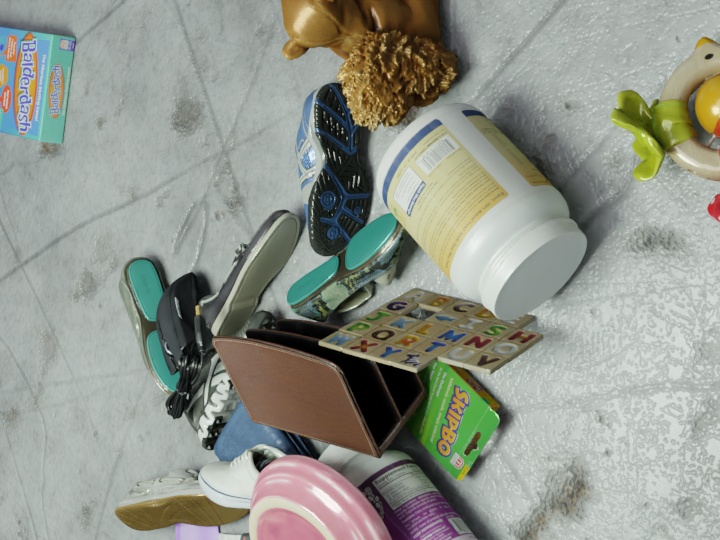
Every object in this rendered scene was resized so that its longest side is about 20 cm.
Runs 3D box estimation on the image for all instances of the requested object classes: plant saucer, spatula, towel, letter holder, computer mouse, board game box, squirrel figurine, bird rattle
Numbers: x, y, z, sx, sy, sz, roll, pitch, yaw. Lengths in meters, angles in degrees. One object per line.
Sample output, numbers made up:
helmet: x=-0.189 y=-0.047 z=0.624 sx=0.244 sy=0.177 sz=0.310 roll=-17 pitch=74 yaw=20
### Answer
plant saucer: x=-0.049 y=0.296 z=1.452 sx=0.199 sy=0.051 sz=0.202 roll=24 pitch=129 yaw=32
spatula: x=-0.157 y=0.339 z=1.710 sx=0.199 sy=0.020 sz=0.057 roll=-5 pitch=83 yaw=38
towel: x=-0.095 y=0.253 z=1.644 sx=0.200 sy=0.048 sz=0.112 roll=49 pitch=119 yaw=27
letter holder: x=-0.050 y=0.104 z=1.504 sx=0.199 sy=0.101 sz=0.143 roll=9 pitch=136 yaw=41
computer mouse: x=-0.225 y=0.070 z=1.682 sx=0.141 sy=0.046 sz=0.201 roll=121 pitch=153 yaw=-50
board game box: x=-0.503 y=-0.275 z=1.979 sx=0.199 sy=0.045 sz=0.154 roll=14 pitch=98 yaw=37
squirrel figurine: x=0.005 y=-0.254 z=1.476 sx=0.142 sy=0.186 sz=0.201 roll=-46 pitch=63 yaw=29
bird rattle: x=0.338 y=-0.131 z=1.269 sx=0.199 sy=0.112 sz=0.164 roll=31 pitch=92 yaw=32
board game box: x=0.074 y=0.135 z=1.521 sx=0.200 sy=0.030 sz=0.096 roll=46 pitch=119 yaw=33

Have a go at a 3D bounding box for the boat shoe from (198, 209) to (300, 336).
boat shoe: x=-0.144 y=-0.005 z=1.670 sx=0.063 sy=0.072 sz=0.201 roll=47 pitch=122 yaw=25

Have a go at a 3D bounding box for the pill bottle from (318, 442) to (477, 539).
pill bottle: x=0.038 y=0.272 z=1.495 sx=0.200 sy=0.112 sz=0.113 roll=48 pitch=118 yaw=28

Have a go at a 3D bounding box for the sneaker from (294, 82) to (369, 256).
sneaker: x=-0.037 y=-0.118 z=1.596 sx=0.077 sy=0.075 sz=0.202 roll=-167 pitch=79 yaw=-64

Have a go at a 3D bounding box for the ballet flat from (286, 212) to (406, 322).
ballet flat: x=0.000 y=0.000 z=1.561 sx=0.199 sy=0.074 sz=0.075 roll=-33 pitch=70 yaw=38

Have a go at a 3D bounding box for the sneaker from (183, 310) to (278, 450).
sneaker: x=-0.172 y=0.122 z=1.695 sx=0.090 sy=0.066 sz=0.201 roll=41 pitch=116 yaw=29

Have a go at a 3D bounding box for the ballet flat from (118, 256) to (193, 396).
ballet flat: x=-0.267 y=0.079 z=1.786 sx=0.201 sy=0.067 sz=0.064 roll=69 pitch=153 yaw=17

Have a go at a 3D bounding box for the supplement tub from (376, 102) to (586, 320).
supplement tub: x=0.125 y=-0.061 z=1.405 sx=0.200 sy=0.144 sz=0.145 roll=50 pitch=119 yaw=28

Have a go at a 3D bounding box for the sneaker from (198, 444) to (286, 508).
sneaker: x=-0.117 y=0.235 z=1.573 sx=0.199 sy=0.073 sz=0.071 roll=3 pitch=109 yaw=43

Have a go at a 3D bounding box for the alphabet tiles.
alphabet tiles: x=0.083 y=0.067 z=1.429 sx=0.199 sy=0.167 sz=0.008 roll=12 pitch=117 yaw=38

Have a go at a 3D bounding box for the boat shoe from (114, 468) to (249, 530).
boat shoe: x=-0.224 y=0.283 z=1.735 sx=0.198 sy=0.071 sz=0.070 roll=-9 pitch=42 yaw=27
